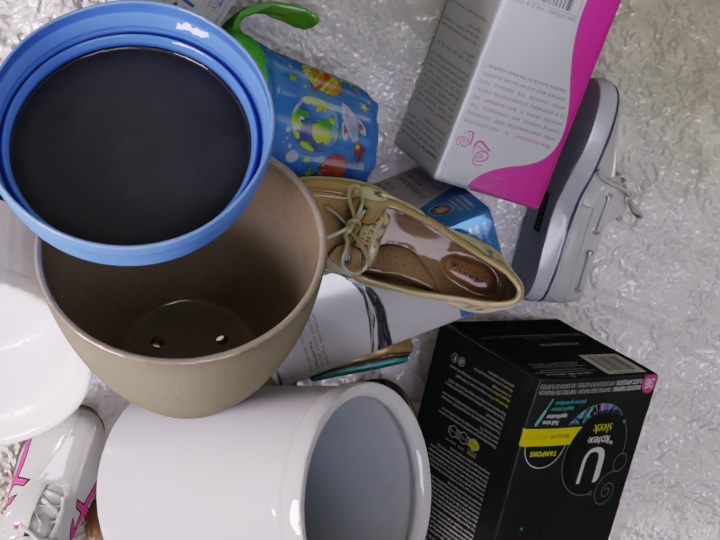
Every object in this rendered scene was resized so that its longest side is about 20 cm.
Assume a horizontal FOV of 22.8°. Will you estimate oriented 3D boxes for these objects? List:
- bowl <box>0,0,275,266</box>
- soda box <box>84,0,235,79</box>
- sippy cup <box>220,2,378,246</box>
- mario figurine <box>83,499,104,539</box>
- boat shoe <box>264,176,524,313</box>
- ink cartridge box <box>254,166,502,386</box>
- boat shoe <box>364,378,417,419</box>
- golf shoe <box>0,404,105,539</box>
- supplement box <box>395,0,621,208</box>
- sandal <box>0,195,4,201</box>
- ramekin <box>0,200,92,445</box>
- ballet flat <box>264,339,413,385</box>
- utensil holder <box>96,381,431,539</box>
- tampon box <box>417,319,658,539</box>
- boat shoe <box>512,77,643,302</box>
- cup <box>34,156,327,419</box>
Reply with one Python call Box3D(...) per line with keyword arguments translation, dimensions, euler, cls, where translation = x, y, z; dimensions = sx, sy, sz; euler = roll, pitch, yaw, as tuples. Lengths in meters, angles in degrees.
Box3D(translation=(-0.158, -0.094, 1.225), dimensions=(0.199, 0.202, 0.039), euler=(-16, 154, -12), cls="bowl")
Box3D(translation=(-0.166, -0.156, 1.324), dimensions=(0.063, 0.068, 0.201), euler=(35, 80, -20), cls="soda box")
Box3D(translation=(-0.060, -0.106, 1.375), dimensions=(0.130, 0.140, 0.179), euler=(9, 112, -28), cls="sippy cup")
Box3D(translation=(-0.129, 0.206, 1.516), dimensions=(0.199, 0.107, 0.124), euler=(-14, 151, -2), cls="mario figurine")
Box3D(translation=(0.028, -0.020, 1.319), dimensions=(0.199, 0.063, 0.074), euler=(16, 91, -14), cls="boat shoe")
Box3D(translation=(0.000, 0.000, 1.426), dimensions=(0.199, 0.145, 0.085), euler=(-21, 113, -10), cls="ink cartridge box")
Box3D(translation=(-0.004, 0.173, 1.479), dimensions=(0.074, 0.201, 0.073), euler=(-17, 139, 37), cls="boat shoe")
Box3D(translation=(-0.259, 0.206, 1.449), dimensions=(0.072, 0.092, 0.201), euler=(23, 100, -23), cls="golf shoe")
Box3D(translation=(0.119, -0.166, 1.428), dimensions=(0.101, 0.103, 0.201), euler=(15, 103, -24), cls="supplement box")
Box3D(translation=(-0.234, -0.099, 1.366), dimensions=(0.080, 0.054, 0.200), euler=(43, 78, -23), cls="sandal")
Box3D(translation=(-0.297, 0.036, 1.329), dimensions=(0.199, 0.098, 0.201), euler=(-2, 138, -2), cls="ramekin")
Box3D(translation=(-0.055, 0.071, 1.492), dimensions=(0.199, 0.069, 0.063), euler=(-16, 86, -15), cls="ballet flat")
Box3D(translation=(-0.073, 0.168, 1.343), dimensions=(0.170, 0.199, 0.171), euler=(5, 84, -54), cls="utensil holder")
Box3D(translation=(0.137, 0.158, 1.522), dimensions=(0.149, 0.126, 0.201), euler=(-1, 111, -40), cls="tampon box")
Box3D(translation=(0.198, -0.062, 1.509), dimensions=(0.086, 0.075, 0.203), euler=(8, 109, -21), cls="boat shoe")
Box3D(translation=(-0.124, 0.024, 1.267), dimensions=(0.199, 0.201, 0.144), euler=(-14, 145, -13), cls="cup")
